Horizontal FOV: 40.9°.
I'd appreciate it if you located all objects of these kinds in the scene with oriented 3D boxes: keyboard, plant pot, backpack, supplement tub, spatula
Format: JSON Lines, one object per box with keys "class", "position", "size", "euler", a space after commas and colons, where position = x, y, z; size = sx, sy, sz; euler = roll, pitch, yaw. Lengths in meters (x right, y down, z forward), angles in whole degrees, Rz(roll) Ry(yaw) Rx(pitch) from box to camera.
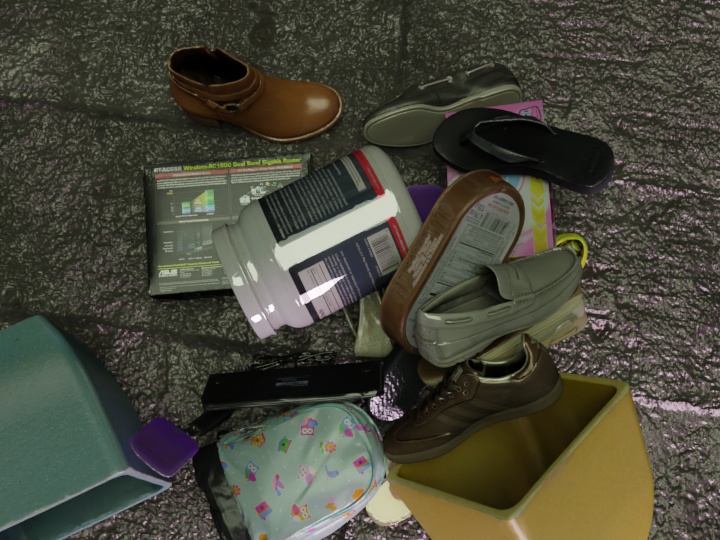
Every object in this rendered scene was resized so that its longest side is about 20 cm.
{"class": "keyboard", "position": [-0.072, 0.119, 1.055], "size": [0.196, 0.127, 0.021], "euler": [-4, 110, 3]}
{"class": "plant pot", "position": [0.184, 0.243, 0.990], "size": [0.195, 0.193, 0.202], "euler": [-38, 111, -28]}
{"class": "backpack", "position": [-0.065, 0.222, 1.032], "size": [0.198, 0.127, 0.169], "euler": [-25, 83, -2]}
{"class": "plant pot", "position": [-0.340, 0.168, 1.011], "size": [0.194, 0.197, 0.202], "euler": [-25, 74, -5]}
{"class": "supplement tub", "position": [-0.040, -0.028, 1.003], "size": [0.198, 0.140, 0.142], "euler": [-26, 82, -3]}
{"class": "spatula", "position": [0.079, -0.002, 1.127], "size": [0.056, 0.021, 0.204], "euler": [-4, 83, 11]}
{"class": "spatula", "position": [-0.176, 0.165, 1.003], "size": [0.056, 0.200, 0.021], "euler": [35, 101, 8]}

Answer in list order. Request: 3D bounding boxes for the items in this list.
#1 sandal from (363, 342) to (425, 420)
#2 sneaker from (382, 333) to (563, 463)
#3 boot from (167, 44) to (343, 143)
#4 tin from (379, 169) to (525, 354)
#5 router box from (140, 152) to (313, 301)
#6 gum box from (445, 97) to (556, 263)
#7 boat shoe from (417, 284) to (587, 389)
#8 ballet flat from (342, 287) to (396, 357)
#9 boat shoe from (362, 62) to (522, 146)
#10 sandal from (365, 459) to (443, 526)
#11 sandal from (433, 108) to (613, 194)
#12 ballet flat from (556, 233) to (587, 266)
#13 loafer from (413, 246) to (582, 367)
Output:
{"class": "sandal", "position": [0.070, 0.078, 1.077], "size": [0.076, 0.043, 0.201], "euler": [35, 104, -29]}
{"class": "sneaker", "position": [0.102, 0.125, 0.980], "size": [0.198, 0.071, 0.076], "euler": [-25, 109, 10]}
{"class": "boot", "position": [-0.117, -0.207, 1.088], "size": [0.197, 0.155, 0.078], "euler": [8, 80, 0]}
{"class": "tin", "position": [0.094, -0.005, 0.976], "size": [0.042, 0.111, 0.202], "euler": [42, 108, 45]}
{"class": "router box", "position": [-0.147, -0.049, 1.109], "size": [0.196, 0.062, 0.153], "euler": [-4, 82, -2]}
{"class": "gum box", "position": [0.158, -0.093, 1.087], "size": [0.112, 0.066, 0.203], "euler": [-6, 66, 15]}
{"class": "boat shoe", "position": [0.156, 0.080, 1.038], "size": [0.198, 0.072, 0.066], "euler": [-29, 120, -8]}
{"class": "ballet flat", "position": [0.000, 0.000, 1.105], "size": [0.061, 0.067, 0.203], "euler": [-11, 80, 10]}
{"class": "boat shoe", "position": [0.092, -0.198, 1.144], "size": [0.197, 0.067, 0.058], "euler": [-15, 55, -8]}
{"class": "sandal", "position": [0.084, 0.198, 1.071], "size": [0.211, 0.070, 0.078], "euler": [-42, 84, -7]}
{"class": "sandal", "position": [0.172, -0.137, 1.029], "size": [0.197, 0.043, 0.077], "euler": [13, 72, 22]}
{"class": "ballet flat", "position": [0.184, 0.026, 1.102], "size": [0.199, 0.067, 0.067], "euler": [-40, 88, -7]}
{"class": "loafer", "position": [0.139, 0.024, 0.955], "size": [0.198, 0.071, 0.070], "euler": [-29, 39, -21]}
